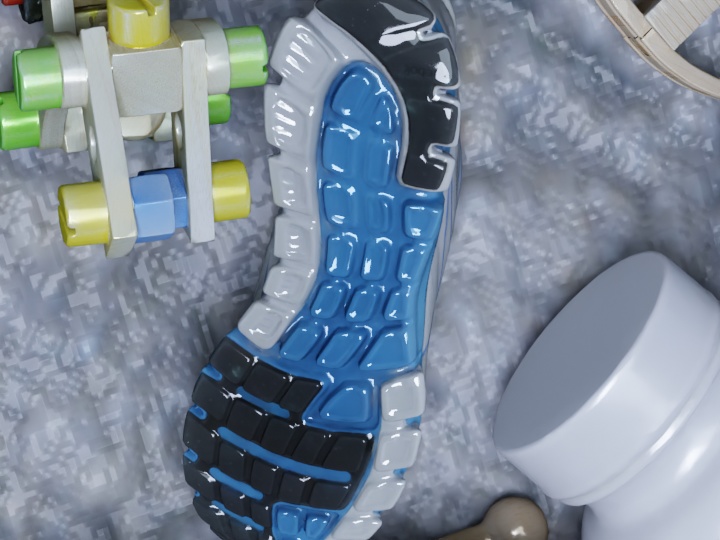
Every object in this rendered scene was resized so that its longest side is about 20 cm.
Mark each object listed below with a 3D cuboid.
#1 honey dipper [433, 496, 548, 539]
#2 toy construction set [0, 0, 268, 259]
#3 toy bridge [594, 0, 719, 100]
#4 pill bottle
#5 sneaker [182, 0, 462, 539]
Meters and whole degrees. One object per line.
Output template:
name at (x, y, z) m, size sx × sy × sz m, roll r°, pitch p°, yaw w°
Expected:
honey dipper at (-0.030, 0.115, 0.862) m, size 0.199 × 0.038 × 0.038 m, roll -17°, pitch 100°, yaw -14°
toy construction set at (-0.069, -0.110, 0.775) m, size 0.092 × 0.131 × 0.201 m, roll 7°, pitch 99°, yaw -15°
toy bridge at (0.115, -0.098, 0.874) m, size 0.067 × 0.027 × 0.200 m, roll -43°, pitch 103°, yaw -5°
pill bottle at (0.143, 0.086, 0.858) m, size 0.200 × 0.112 × 0.112 m, roll 40°, pitch 86°, yaw -14°
sneaker at (0.000, 0.000, 0.836) m, size 0.075 × 0.087 × 0.201 m, roll 18°, pitch 111°, yaw 8°
